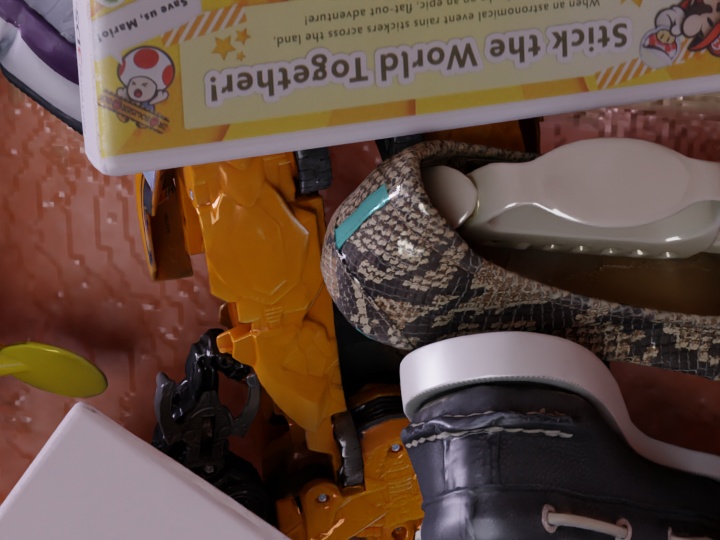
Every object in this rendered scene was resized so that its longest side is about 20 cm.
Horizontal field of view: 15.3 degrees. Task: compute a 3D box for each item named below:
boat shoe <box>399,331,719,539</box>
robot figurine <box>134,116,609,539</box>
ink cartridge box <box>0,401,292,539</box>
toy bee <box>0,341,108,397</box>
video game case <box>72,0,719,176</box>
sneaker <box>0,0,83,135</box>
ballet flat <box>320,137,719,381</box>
[{"bbox_3d":[0.065,0.076,0.771,0.075,0.200,0.060,-12,66,28],"label":"boat shoe"},{"bbox_3d":[0.000,0.000,0.793,0.145,0.058,0.200,-13,126,-10],"label":"robot figurine"},{"bbox_3d":[-0.098,0.135,0.802,0.084,0.200,0.145,35,73,0],"label":"ink cartridge box"},{"bbox_3d":[-0.159,0.042,0.868,0.131,0.109,0.200,32,92,10],"label":"toy bee"},{"bbox_3d":[0.020,-0.126,0.695,0.200,0.023,0.182,-9,110,-18],"label":"video game case"},{"bbox_3d":[-0.120,-0.126,0.805,0.200,0.074,0.088,35,104,-12],"label":"sneaker"},{"bbox_3d":[0.089,-0.006,0.741,0.200,0.068,0.075,4,148,-24],"label":"ballet flat"}]
